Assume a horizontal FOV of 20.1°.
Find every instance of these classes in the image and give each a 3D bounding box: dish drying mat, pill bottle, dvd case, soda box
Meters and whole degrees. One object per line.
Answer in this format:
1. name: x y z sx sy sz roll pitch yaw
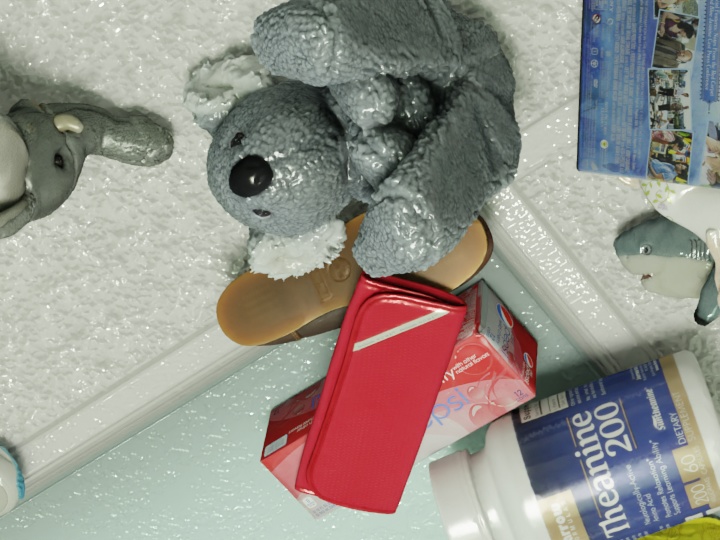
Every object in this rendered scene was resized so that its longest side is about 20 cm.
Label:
1. dish drying mat: 0.011 0.088 1.370 0.076 0.018 0.201 14 128 -4
2. pill bottle: 0.153 0.138 1.395 0.198 0.111 0.112 -20 119 7
3. dvd case: 0.222 -0.119 1.217 0.199 0.017 0.144 10 105 33
4. soda box: 0.027 0.094 1.429 0.199 0.064 0.070 -32 114 25

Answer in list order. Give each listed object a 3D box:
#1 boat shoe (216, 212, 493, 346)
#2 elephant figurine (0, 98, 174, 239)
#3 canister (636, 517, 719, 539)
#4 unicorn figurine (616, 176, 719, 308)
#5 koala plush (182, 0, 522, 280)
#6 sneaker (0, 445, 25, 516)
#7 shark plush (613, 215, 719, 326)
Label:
1. boat shoe: 0.000 0.000 1.372 0.198 0.070 0.071 -15 86 20
2. elephant figurine: -0.247 -0.072 1.306 0.200 0.142 0.155 40 114 -14
3. canister: 0.193 0.280 1.493 0.148 0.087 0.201 1 133 -35
4. unicorn figurine: 0.238 -0.036 1.272 0.074 0.200 0.138 16 113 -53
5. koala plush: -0.017 -0.080 1.277 0.199 0.184 0.178 -24 96 38
6. sneaker: -0.349 0.168 1.513 0.198 0.081 0.077 0 121 6
7. shark plush: 0.260 -0.042 1.314 0.200 0.091 0.084 -40 80 32
